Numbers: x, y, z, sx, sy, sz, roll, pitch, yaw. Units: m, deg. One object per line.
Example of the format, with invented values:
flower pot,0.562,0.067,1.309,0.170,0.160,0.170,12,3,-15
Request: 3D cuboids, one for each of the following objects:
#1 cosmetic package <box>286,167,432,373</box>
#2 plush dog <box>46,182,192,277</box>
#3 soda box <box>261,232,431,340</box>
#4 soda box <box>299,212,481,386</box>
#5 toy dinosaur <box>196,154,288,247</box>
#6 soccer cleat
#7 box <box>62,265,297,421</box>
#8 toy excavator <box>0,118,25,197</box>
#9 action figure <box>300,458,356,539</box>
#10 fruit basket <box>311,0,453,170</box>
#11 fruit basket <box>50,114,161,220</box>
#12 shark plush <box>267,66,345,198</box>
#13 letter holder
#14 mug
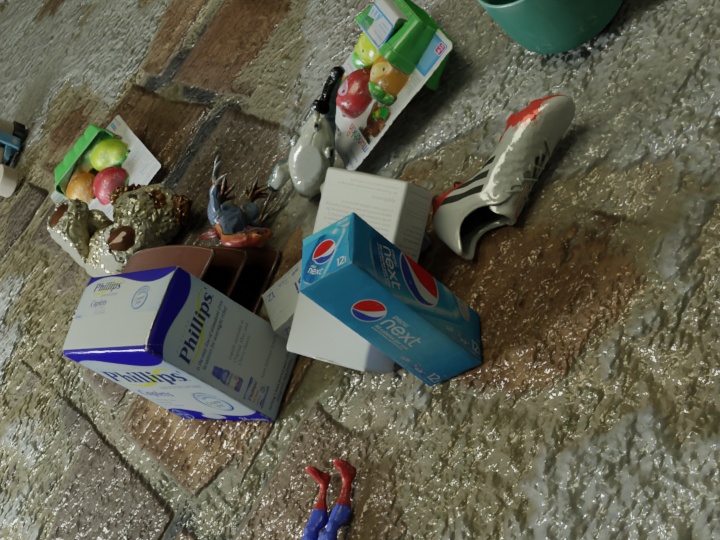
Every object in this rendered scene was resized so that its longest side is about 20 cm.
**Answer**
cosmetic package,0.000,0.000,1.189,0.101,0.074,0.201,14,91,28
plush dog,-0.325,-0.056,1.646,0.199,0.161,0.172,16,55,37
soda box,-0.018,0.000,1.285,0.200,0.063,0.068,-43,39,15
soda box,0.032,0.032,1.085,0.068,0.200,0.064,-27,43,31
toy dinosaur,-0.155,-0.057,1.461,0.182,0.104,0.201,-87,14,-53
soccer cleat,0.156,-0.096,1.174,0.200,0.068,0.085,-44,45,18
box,-0.208,0.090,1.309,0.183,0.200,0.105,-7,57,46
toy excavator,-0.740,-0.223,2.279,0.194,0.100,0.201,-18,61,42
action figure,-0.045,0.285,1.100,0.065,0.052,0.201,-18,51,34
fruit basket,0.016,-0.245,1.416,0.200,0.094,0.186,-46,37,15
fruit basket,-0.417,-0.144,1.859,0.185,0.094,0.200,-51,51,5
shark plush,-0.062,-0.168,1.397,0.090,0.201,0.083,10,41,9
letter holder,-0.215,0.006,1.476,0.199,0.100,0.143,-1,59,48
mug,0.222,-0.307,1.225,0.152,0.114,0.185,-48,37,7
